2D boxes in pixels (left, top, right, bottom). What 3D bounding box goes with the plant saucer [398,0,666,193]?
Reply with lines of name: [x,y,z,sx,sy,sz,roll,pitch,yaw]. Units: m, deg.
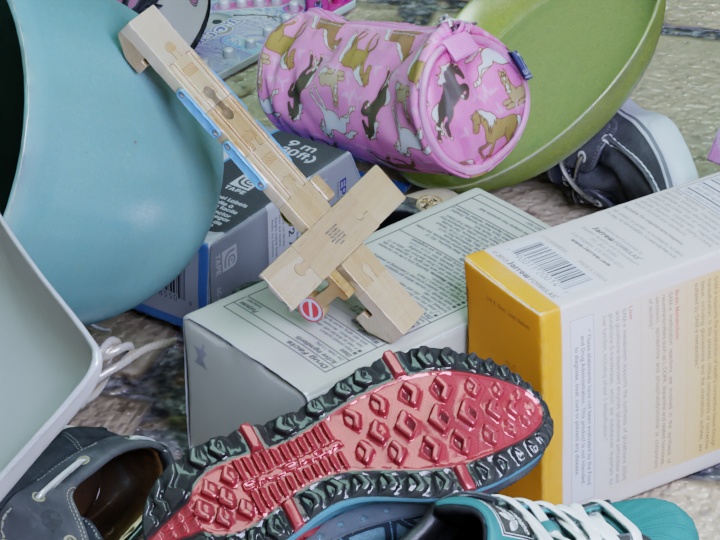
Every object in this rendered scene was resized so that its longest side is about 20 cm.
plant saucer: [0.104,-0.117,1.713,0.200,0.031,0.200,-33,31,22]

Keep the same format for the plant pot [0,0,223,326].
plant pot: [-0.168,-0.058,1.478,0.161,0.201,0.200,9,16,-45]

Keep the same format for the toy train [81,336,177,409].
toy train: [-0.201,0.070,1.475,0.200,0.085,0.116,-27,25,-37]

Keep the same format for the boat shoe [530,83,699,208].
boat shoe: [0.137,-0.068,1.696,0.066,0.070,0.200,-17,32,-11]

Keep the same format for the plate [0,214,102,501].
plate: [-0.206,0.066,1.322,0.032,0.200,0.200,33,11,-42]

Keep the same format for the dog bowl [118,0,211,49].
dog bowl: [-0.199,-0.177,1.845,0.200,0.074,0.200,-9,42,8]

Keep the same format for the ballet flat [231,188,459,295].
ballet flat: [0.000,0.000,1.594,0.066,0.057,0.200,19,36,30]

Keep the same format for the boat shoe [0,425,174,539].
boat shoe: [-0.151,0.133,1.358,0.067,0.072,0.200,6,30,21]

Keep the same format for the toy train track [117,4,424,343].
toy train track: [-0.049,-0.042,1.424,0.200,0.033,0.115,49,42,-3]

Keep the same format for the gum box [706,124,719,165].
gum box: [0.295,-0.054,1.583,0.113,0.066,0.200,28,10,40]

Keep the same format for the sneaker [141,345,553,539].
sneaker: [-0.007,0.100,1.378,0.199,0.096,0.079,-17,65,-8]

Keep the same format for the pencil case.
pencil case: [0.015,-0.106,1.696,0.200,0.083,0.087,12,70,58]

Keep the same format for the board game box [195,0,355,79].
board game box: [-0.139,-0.178,1.940,0.200,0.026,0.200,21,37,34]

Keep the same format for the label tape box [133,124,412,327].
label tape box: [-0.083,-0.048,1.673,0.143,0.066,0.200,18,36,30]

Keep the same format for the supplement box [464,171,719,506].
supplement box: [0.153,0.032,1.463,0.200,0.126,0.074,-17,32,-26]

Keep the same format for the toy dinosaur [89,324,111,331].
toy dinosaur: [-0.237,0.012,1.571,0.200,0.077,0.102,-19,21,-34]

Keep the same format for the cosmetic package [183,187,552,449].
cosmetic package: [0.018,0.042,1.489,0.200,0.087,0.103,-23,38,-33]

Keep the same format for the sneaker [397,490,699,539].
sneaker: [0.075,0.135,1.329,0.200,0.080,0.071,-19,39,-28]
